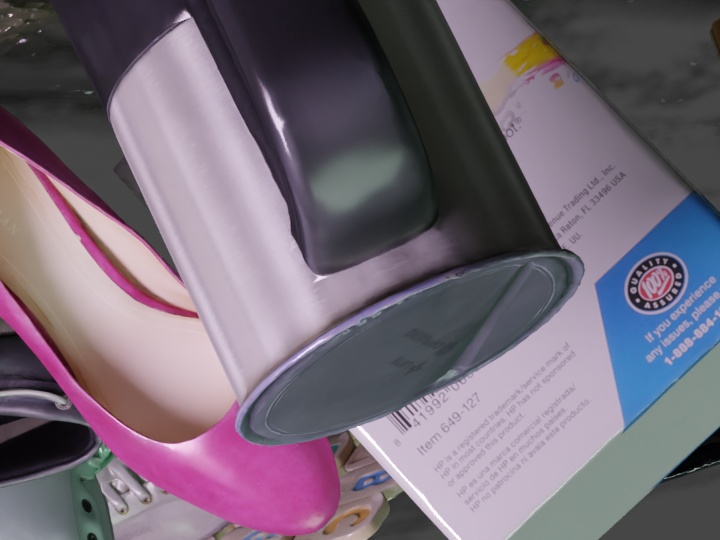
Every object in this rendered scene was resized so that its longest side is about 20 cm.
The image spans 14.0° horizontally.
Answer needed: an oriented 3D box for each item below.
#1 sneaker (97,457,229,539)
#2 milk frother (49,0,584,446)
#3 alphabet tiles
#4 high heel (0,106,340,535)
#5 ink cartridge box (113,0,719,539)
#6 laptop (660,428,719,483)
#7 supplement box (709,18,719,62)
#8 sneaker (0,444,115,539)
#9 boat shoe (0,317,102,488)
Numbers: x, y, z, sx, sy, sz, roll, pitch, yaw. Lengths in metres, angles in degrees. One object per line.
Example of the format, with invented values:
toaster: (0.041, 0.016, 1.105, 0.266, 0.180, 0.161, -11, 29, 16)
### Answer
sneaker: (-0.127, 0.112, 1.436, 0.199, 0.073, 0.085, -32, 165, 20)
milk frother: (-0.068, -0.040, 0.882, 0.199, 0.189, 0.180, -30, 162, 12)
alphabet tiles: (-0.059, 0.126, 1.478, 0.195, 0.015, 0.200, -19, -163, 29)
high heel: (-0.084, 0.014, 1.014, 0.067, 0.200, 0.096, -40, 170, -4)
ink cartridge box: (0.039, -0.004, 1.080, 0.147, 0.200, 0.145, -42, 164, 0)
laptop: (0.127, 0.051, 1.300, 0.176, 0.201, 0.104, -19, 131, 2)
supplement box: (0.270, -0.095, 1.283, 0.199, 0.109, 0.110, -31, -153, 13)
sneaker: (-0.122, 0.092, 1.308, 0.200, 0.119, 0.074, -11, 156, -45)
boat shoe: (-0.197, 0.069, 1.183, 0.199, 0.063, 0.073, -14, 137, -25)
